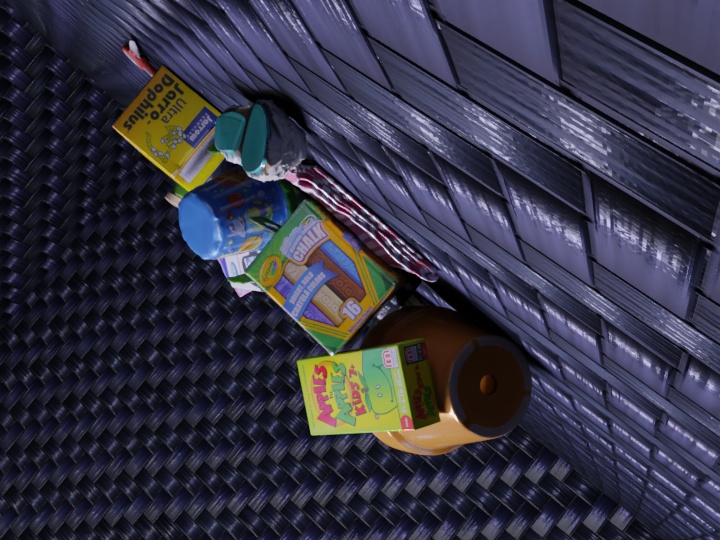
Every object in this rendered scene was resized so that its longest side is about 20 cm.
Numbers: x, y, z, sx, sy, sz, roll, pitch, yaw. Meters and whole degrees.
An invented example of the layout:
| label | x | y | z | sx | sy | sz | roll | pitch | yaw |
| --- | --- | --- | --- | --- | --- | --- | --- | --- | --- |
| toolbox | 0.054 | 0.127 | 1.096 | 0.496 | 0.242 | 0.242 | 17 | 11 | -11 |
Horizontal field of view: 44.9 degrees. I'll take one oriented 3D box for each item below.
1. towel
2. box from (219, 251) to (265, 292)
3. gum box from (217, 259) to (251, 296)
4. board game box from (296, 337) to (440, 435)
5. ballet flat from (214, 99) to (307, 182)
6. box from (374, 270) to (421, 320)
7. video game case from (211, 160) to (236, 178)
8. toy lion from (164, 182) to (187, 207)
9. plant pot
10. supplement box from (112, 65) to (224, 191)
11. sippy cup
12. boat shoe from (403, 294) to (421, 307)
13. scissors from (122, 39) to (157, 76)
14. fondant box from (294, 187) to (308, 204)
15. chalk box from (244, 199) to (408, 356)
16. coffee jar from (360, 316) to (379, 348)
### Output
| label | x | y | z | sx | sy | sz | roll | pitch | yaw |
| --- | --- | --- | --- | --- | --- | --- | --- | --- | --- |
| towel | -0.005 | -0.055 | 1.021 | 0.200 | 0.030 | 0.146 | 40 | 177 | -15 |
| box | -0.152 | -0.029 | 1.336 | 0.199 | 0.041 | 0.120 | 8 | 114 | 47 |
| gum box | -0.225 | -0.063 | 1.534 | 0.201 | 0.066 | 0.114 | 61 | -174 | -5 |
| board game box | 0.005 | 0.149 | 1.093 | 0.047 | 0.102 | 0.199 | -9 | 176 | -42 |
| ballet flat | -0.085 | -0.123 | 0.811 | 0.072 | 0.072 | 0.200 | 40 | 178 | -26 |
| box | 0.000 | 0.000 | 1.280 | 0.160 | 0.044 | 0.200 | 39 | 167 | 3 |
| video game case | -0.193 | -0.131 | 1.533 | 0.182 | 0.024 | 0.201 | 41 | -163 | -34 |
| toy lion | -0.254 | -0.100 | 1.690 | 0.191 | 0.069 | 0.200 | 27 | 174 | 39 |
| plant pot | 0.118 | 0.145 | 1.129 | 0.200 | 0.201 | 0.183 | 40 | 161 | -19 |
| supplement box | -0.259 | -0.194 | 1.247 | 0.109 | 0.109 | 0.200 | 39 | 176 | -1 |
| sippy cup | -0.176 | -0.078 | 1.210 | 0.139 | 0.130 | 0.179 | -36 | 82 | 49 |
| boat shoe | 0.043 | 0.041 | 1.468 | 0.073 | 0.063 | 0.200 | 36 | 175 | 39 |
| scissors | -0.318 | -0.305 | 1.212 | 0.073 | 0.014 | 0.200 | 41 | 178 | 3 |
| fondant box | -0.099 | -0.082 | 1.430 | 0.144 | 0.058 | 0.200 | 36 | 176 | 43 |
| chalk box | -0.056 | -0.011 | 1.121 | 0.200 | 0.124 | 0.125 | 44 | -169 | 5 |
| coffee jar | 0.105 | 0.136 | 1.379 | 0.199 | 0.105 | 0.085 | 16 | 162 | 32 |
